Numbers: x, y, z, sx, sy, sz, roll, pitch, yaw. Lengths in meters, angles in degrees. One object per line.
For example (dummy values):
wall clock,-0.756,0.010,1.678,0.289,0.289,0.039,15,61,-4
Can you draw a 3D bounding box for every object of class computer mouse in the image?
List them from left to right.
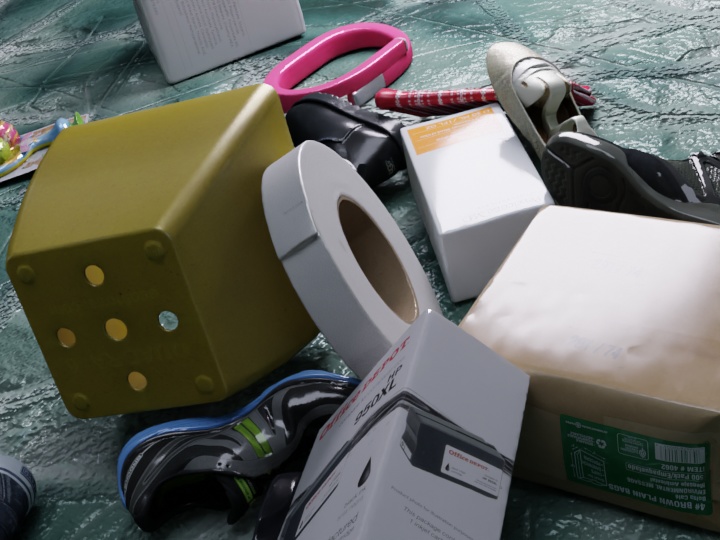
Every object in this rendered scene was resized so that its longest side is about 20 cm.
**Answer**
computer mouse,-0.059,0.202,0.713,0.033,0.059,0.201,11,39,8

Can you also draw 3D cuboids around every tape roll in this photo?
tape roll,0.000,0.000,0.853,0.037,0.203,0.204,-31,29,17

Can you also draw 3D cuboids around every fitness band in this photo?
fitness band,-0.026,-0.239,1.371,0.142,0.038,0.200,15,43,39

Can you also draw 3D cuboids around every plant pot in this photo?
plant pot,-0.149,0.000,0.879,0.196,0.203,0.177,-9,24,19

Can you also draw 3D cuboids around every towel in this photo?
towel,0.125,-0.172,1.155,0.196,0.023,0.144,-1,4,21

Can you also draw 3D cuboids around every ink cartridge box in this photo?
ink cartridge box,0.015,0.143,0.674,0.145,0.084,0.201,-50,11,37

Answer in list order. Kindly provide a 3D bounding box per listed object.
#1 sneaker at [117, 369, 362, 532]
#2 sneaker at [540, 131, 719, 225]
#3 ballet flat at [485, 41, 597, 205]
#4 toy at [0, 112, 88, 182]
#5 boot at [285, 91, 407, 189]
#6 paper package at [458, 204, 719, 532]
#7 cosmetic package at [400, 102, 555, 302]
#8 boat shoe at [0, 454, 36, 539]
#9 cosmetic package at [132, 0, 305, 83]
sneaker,-0.073,0.133,0.818,0.196,0.071,0.083,-19,43,-1
sneaker,0.244,-0.063,0.932,0.197,0.077,0.114,25,39,19
ballet flat,0.173,-0.130,1.012,0.066,0.063,0.202,-18,69,-22
toy,-0.425,-0.149,1.396,0.197,0.048,0.116,-17,31,-2
boot,-0.054,-0.095,1.143,0.162,0.074,0.197,-41,38,-24
paper package,0.178,0.056,0.783,0.197,0.105,0.191,10,42,33
cosmetic package,0.102,-0.065,1.025,0.100,0.072,0.201,-15,33,0
boat shoe,-0.339,0.184,0.840,0.196,0.072,0.091,-7,29,9
cosmetic package,-0.200,-0.376,1.529,0.197,0.167,0.165,-21,33,-8
